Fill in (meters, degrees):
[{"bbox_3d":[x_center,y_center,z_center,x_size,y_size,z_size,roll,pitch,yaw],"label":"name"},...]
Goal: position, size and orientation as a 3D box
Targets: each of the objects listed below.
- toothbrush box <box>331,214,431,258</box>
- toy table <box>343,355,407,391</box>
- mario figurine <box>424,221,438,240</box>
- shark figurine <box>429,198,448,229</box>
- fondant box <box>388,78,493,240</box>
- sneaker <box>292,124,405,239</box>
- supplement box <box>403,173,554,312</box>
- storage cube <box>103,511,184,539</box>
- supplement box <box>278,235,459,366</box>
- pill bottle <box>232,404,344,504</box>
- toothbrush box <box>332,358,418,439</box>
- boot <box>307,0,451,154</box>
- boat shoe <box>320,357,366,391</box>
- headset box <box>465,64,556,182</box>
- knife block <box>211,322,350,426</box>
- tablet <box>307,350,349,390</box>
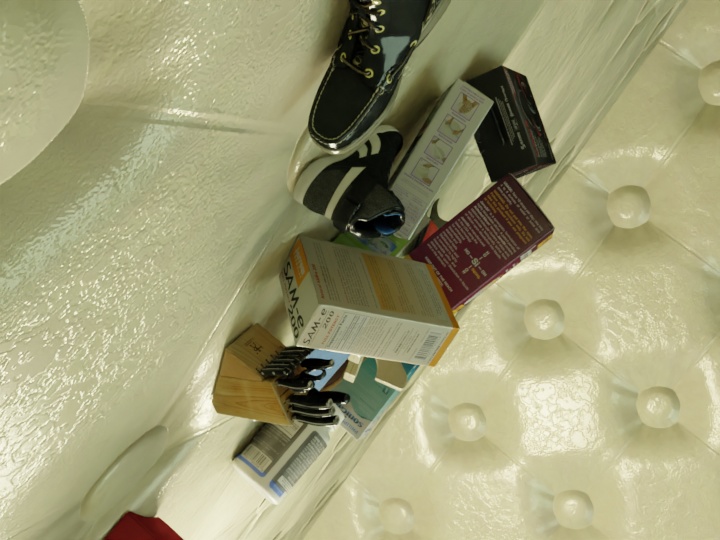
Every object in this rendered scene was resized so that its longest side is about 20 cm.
[{"bbox_3d":[0.000,0.000,1.226,0.200,0.086,0.146,-47,167,-29],"label":"toothbrush box"},{"bbox_3d":[0.007,0.107,1.383,0.200,0.182,0.118,75,37,-64],"label":"toy table"},{"bbox_3d":[0.084,-0.007,1.439,0.200,0.105,0.125,123,-23,-52],"label":"mario figurine"},{"bbox_3d":[0.161,-0.086,1.530,0.127,0.213,0.091,3,87,-40],"label":"shark figurine"},{"bbox_3d":[0.086,-0.139,1.097,0.201,0.058,0.144,-59,-176,2],"label":"fondant box"},{"bbox_3d":[0.018,-0.094,0.980,0.200,0.112,0.073,-38,162,-47],"label":"sneaker"},{"bbox_3d":[0.168,-0.031,1.214,0.199,0.104,0.131,-39,170,7],"label":"supplement box"},{"bbox_3d":[-0.304,0.472,1.209,0.200,0.179,0.171,-50,167,-13],"label":"storage cube"},{"bbox_3d":[0.009,0.040,1.054,0.198,0.127,0.074,12,126,-26],"label":"supplement box"},{"bbox_3d":[-0.127,0.311,1.540,0.200,0.113,0.114,-47,166,-19],"label":"pill bottle"},{"bbox_3d":[0.007,0.206,1.655,0.201,0.146,0.085,-53,167,1],"label":"toothbrush box"},{"bbox_3d":[0.002,-0.208,0.720,0.205,0.073,0.154,-57,164,1],"label":"boot"},{"bbox_3d":[-0.053,0.157,1.519,0.200,0.070,0.071,-38,123,-56],"label":"boat shoe"},{"bbox_3d":[0.217,-0.213,1.249,0.074,0.150,0.200,-20,179,23],"label":"headset box"},{"bbox_3d":[-0.101,0.164,1.105,0.064,0.175,0.201,-39,162,-40],"label":"knife block"},{"bbox_3d":[-0.068,0.143,1.211,0.129,0.014,0.200,-14,151,-48],"label":"tablet"}]
